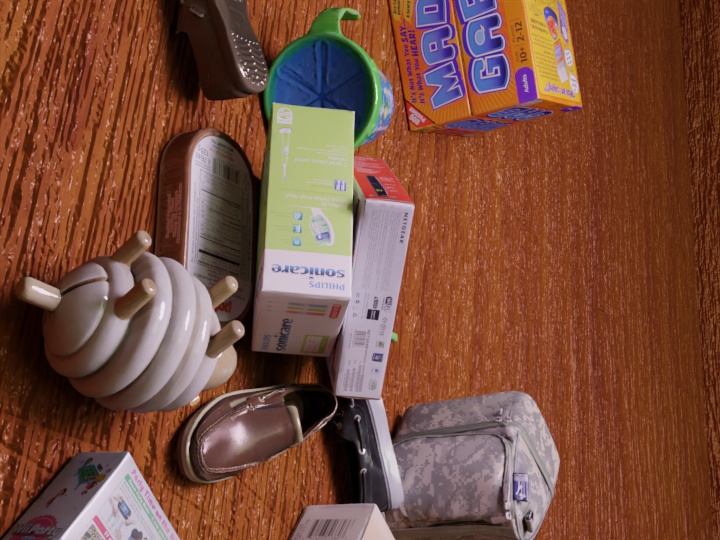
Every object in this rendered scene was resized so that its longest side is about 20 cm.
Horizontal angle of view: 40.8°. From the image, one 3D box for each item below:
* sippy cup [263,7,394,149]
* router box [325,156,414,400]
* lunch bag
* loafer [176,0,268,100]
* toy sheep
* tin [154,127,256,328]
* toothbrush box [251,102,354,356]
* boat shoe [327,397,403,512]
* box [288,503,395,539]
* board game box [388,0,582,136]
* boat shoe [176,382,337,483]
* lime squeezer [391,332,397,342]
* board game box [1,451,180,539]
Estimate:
[{"bbox_3d":[-0.024,-0.193,1.099,0.139,0.178,0.130,40,17,11],"label":"sippy cup"},{"bbox_3d":[0.000,0.000,0.989,0.180,0.048,0.202,-111,-152,-68],"label":"router box"},{"bbox_3d":[0.126,0.249,1.147,0.140,0.198,0.168,63,33,-26],"label":"lunch bag"},{"bbox_3d":[-0.150,-0.255,0.956,0.076,0.067,0.202,23,47,-59],"label":"loafer"},{"bbox_3d":[-0.177,0.044,0.758,0.199,0.137,0.139,33,53,-38],"label":"toy sheep"},{"bbox_3d":[-0.146,-0.039,0.927,0.112,0.042,0.202,20,65,-52],"label":"tin"},{"bbox_3d":[-0.057,-0.037,0.945,0.146,0.085,0.202,110,-17,-62],"label":"toothbrush box"},{"bbox_3d":[-0.004,0.177,1.081,0.056,0.069,0.202,-17,92,-21],"label":"boat shoe"},{"bbox_3d":[0.005,0.345,1.017,0.201,0.094,0.078,66,33,-26],"label":"box"},{"bbox_3d":[0.185,-0.318,1.408,0.199,0.198,0.202,-9,89,-60],"label":"board game box"},{"bbox_3d":[-0.090,0.145,0.928,0.202,0.074,0.076,-23,101,-59],"label":"boat shoe"},{"bbox_3d":[0.001,0.039,1.153,0.201,0.037,0.071,55,38,-35],"label":"lime squeezer"},{"bbox_3d":[-0.210,0.255,0.706,0.200,0.064,0.149,-54,128,-49],"label":"board game box"}]
